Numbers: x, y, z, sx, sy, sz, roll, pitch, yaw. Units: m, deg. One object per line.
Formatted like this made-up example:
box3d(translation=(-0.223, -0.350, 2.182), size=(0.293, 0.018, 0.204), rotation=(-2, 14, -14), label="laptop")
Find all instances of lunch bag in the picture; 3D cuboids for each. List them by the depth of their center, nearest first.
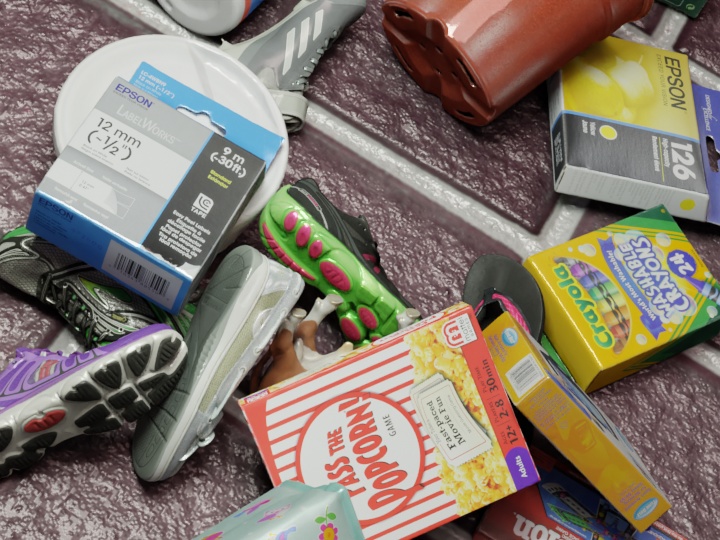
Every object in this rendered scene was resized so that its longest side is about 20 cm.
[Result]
box3d(translation=(-0.058, 0.281, 1.446), size=(0.169, 0.122, 0.202), rotation=(-27, 100, -29), label="lunch bag")

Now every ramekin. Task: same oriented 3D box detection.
box3d(translation=(-0.167, -0.094, 1.676), size=(0.200, 0.094, 0.204), rotation=(8, 58, -13), label="ramekin")

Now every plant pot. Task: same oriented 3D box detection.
box3d(translation=(0.136, -0.252, 1.823), size=(0.195, 0.201, 0.201), rotation=(-42, 78, -14), label="plant pot")

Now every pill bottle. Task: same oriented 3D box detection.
box3d(translation=(-0.103, -0.318, 1.836), size=(0.112, 0.112, 0.200), rotation=(36, 54, 5), label="pill bottle")

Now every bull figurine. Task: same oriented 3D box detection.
box3d(translation=(0.010, 0.091, 1.617), size=(0.198, 0.123, 0.065), rotation=(7, 24, -8), label="bull figurine")

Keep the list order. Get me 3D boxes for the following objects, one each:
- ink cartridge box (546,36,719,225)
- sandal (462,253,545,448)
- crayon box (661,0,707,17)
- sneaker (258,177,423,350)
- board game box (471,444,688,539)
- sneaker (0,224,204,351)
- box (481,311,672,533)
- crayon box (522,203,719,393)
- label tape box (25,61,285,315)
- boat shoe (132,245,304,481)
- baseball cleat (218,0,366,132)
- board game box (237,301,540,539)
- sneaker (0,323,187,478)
box3d(translation=(0.278, -0.139, 1.889), size=(0.198, 0.047, 0.199), rotation=(10, 47, -10), label="ink cartridge box")
box3d(translation=(0.119, 0.068, 1.690), size=(0.074, 0.045, 0.202), rotation=(-13, 56, 22), label="sandal")
box3d(translation=(0.326, -0.374, 2.056), size=(0.125, 0.052, 0.201), rotation=(24, 54, -4), label="crayon box")
box3d(translation=(0.000, 0.000, 1.657), size=(0.200, 0.076, 0.084), rotation=(51, 42, -20), label="sneaker")
box3d(translation=(0.200, 0.235, 1.647), size=(0.199, 0.019, 0.103), rotation=(31, 54, 1), label="board game box")
box3d(translation=(-0.211, 0.027, 1.595), size=(0.199, 0.078, 0.086), rotation=(25, 54, -4), label="sneaker")
box3d(translation=(0.182, 0.131, 1.614), size=(0.200, 0.041, 0.119), rotation=(43, 9, -27), label="box")
box3d(translation=(0.226, 0.029, 1.769), size=(0.199, 0.052, 0.126), rotation=(-21, 67, -29), label="crayon box")
box3d(translation=(-0.157, -0.084, 1.577), size=(0.142, 0.066, 0.201), rotation=(29, 58, 0), label="label tape box")
box3d(translation=(-0.115, 0.081, 1.556), size=(0.064, 0.074, 0.203), rotation=(27, 90, -31), label="boat shoe")
box3d(translation=(-0.060, -0.185, 1.803), size=(0.199, 0.070, 0.107), rotation=(-31, 78, -22), label="baseball cleat")
box3d(translation=(0.022, 0.134, 1.548), size=(0.198, 0.046, 0.153), rotation=(-24, 95, -5), label="board game box")
box3d(translation=(-0.232, 0.083, 1.517), size=(0.198, 0.081, 0.084), rotation=(-23, 54, 1), label="sneaker")
